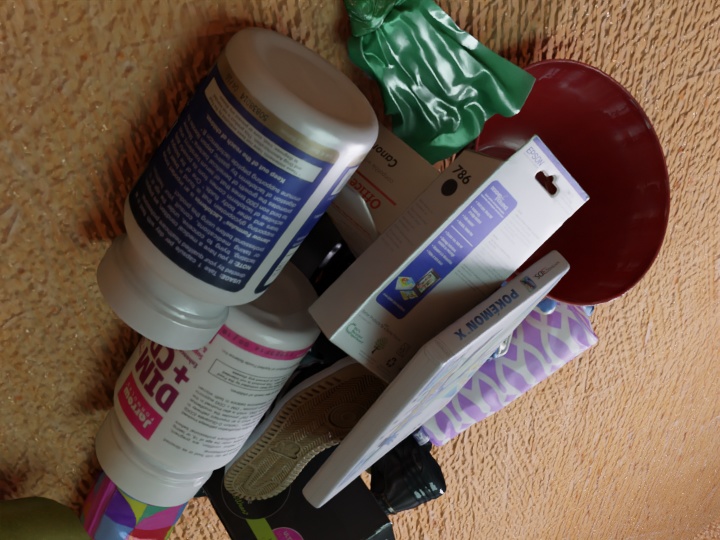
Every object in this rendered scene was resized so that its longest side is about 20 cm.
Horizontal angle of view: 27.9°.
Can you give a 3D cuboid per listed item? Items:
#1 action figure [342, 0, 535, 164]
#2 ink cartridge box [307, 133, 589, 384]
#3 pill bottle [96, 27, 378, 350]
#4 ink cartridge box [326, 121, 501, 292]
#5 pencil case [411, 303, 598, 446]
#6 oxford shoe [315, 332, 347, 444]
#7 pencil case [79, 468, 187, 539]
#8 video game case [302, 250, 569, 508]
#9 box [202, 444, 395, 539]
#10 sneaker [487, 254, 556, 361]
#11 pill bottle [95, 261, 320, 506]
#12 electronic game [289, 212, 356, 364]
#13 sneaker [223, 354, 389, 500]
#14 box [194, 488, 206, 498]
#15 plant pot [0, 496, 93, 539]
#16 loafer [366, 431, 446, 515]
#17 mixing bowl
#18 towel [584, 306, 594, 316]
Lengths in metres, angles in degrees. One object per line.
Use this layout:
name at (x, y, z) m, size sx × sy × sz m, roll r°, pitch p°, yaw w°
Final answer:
action figure at (0.041, -0.151, 1.045) m, size 0.118 × 0.055 × 0.200 m, roll -42°, pitch 147°, yaw 7°
ink cartridge box at (0.063, -0.012, 1.022) m, size 0.200 × 0.039 × 0.099 m, roll -43°, pitch 139°, yaw 5°
pill bottle at (-0.086, -0.050, 0.963) m, size 0.115 × 0.116 × 0.200 m, roll 3°, pitch 131°, yaw -54°
ink cartridge box at (0.025, -0.042, 1.088) m, size 0.067 × 0.116 × 0.200 m, roll -42°, pitch 141°, yaw -7°
pencil case at (0.124, 0.081, 1.357) m, size 0.199 × 0.084 × 0.086 m, roll -34°, pitch 111°, yaw 7°
oxford shoe at (0.004, 0.094, 1.246) m, size 0.071 × 0.071 × 0.201 m, roll -30°, pitch 145°, yaw -28°
pencil case at (-0.205, 0.217, 1.263) m, size 0.088 × 0.089 × 0.201 m, roll -10°, pitch 140°, yaw -45°
video game case at (0.057, 0.082, 1.093) m, size 0.182 × 0.022 × 0.200 m, roll -32°, pitch 164°, yaw -46°
box at (-0.051, 0.236, 1.317) m, size 0.124 × 0.149 × 0.200 m, roll -31°, pitch 154°, yaw -11°
sneaker at (0.086, 0.057, 1.291) m, size 0.200 × 0.077 × 0.076 m, roll -41°, pitch 169°, yaw 18°
pill bottle at (-0.122, 0.083, 1.125) m, size 0.113 × 0.114 × 0.201 m, roll -5°, pitch 137°, yaw -50°
electronic game at (0.000, 0.000, 1.238) m, size 0.199 × 0.042 × 0.201 m, roll -28°, pitch 143°, yaw -24°
sneaker at (-0.046, 0.095, 1.178) m, size 0.070 × 0.109 × 0.200 m, roll 27°, pitch 131°, yaw -26°
box at (-0.062, 0.139, 1.371) m, size 0.199 × 0.044 × 0.161 m, roll 2°, pitch 131°, yaw -54°
plant pot at (-0.297, 0.257, 1.108) m, size 0.201 × 0.200 × 0.184 m, roll -51°, pitch 164°, yaw 22°
loafer at (0.030, 0.173, 1.434) m, size 0.072 × 0.073 × 0.200 m, roll -32°, pitch -163°, yaw 7°
mixing bowl at (0.147, -0.066, 1.207) m, size 0.199 × 0.202 × 0.108 m, roll -23°, pitch -175°, yaw -31°
towel at (0.130, 0.037, 1.408) m, size 0.199 × 0.049 × 0.112 m, roll 14°, pitch 125°, yaw -39°
